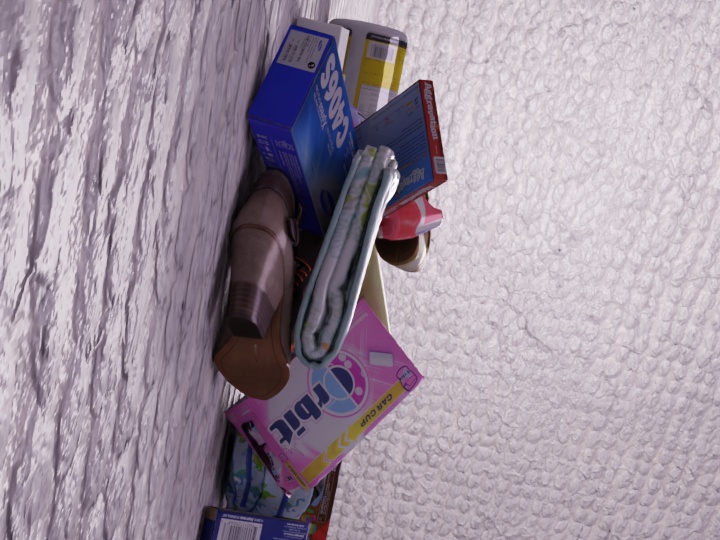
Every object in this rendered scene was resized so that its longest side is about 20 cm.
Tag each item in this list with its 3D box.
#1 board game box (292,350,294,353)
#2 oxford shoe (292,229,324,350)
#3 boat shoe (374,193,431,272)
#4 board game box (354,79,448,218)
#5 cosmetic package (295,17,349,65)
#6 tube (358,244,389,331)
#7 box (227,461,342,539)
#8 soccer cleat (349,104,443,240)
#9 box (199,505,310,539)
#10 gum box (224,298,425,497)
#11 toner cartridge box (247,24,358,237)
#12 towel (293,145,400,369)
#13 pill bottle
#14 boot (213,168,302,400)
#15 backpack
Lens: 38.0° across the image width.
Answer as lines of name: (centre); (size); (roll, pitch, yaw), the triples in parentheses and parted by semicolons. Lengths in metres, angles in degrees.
board game box: (-0.044, 0.035, 1.283); (0.197, 0.055, 0.201); (-78, 148, -44)
oxford shoe: (-0.063, 0.015, 1.068); (0.201, 0.071, 0.073); (-62, 171, -14)
boat shoe: (0.043, -0.090, 1.223); (0.066, 0.073, 0.202); (44, 41, -60)
board game box: (0.022, -0.109, 1.079); (0.200, 0.019, 0.104); (-26, -113, 57)
cosmetic package: (-0.057, -0.153, 1.075); (0.083, 0.050, 0.202); (-56, 158, -79)
tube: (0.000, 0.000, 1.240); (0.058, 0.051, 0.202); (22, 57, -76)
box: (-0.098, 0.277, 1.379); (0.039, 0.136, 0.202); (103, -2, -82)
soccer cleat: (0.024, -0.112, 1.174); (0.067, 0.076, 0.201); (107, -32, -44)
box: (-0.129, 0.362, 1.119); (0.032, 0.120, 0.202); (-4, -108, 56)
gum box: (-0.040, 0.137, 1.123); (0.200, 0.114, 0.066); (-40, -177, -33)
toner cartridge box: (-0.045, -0.118, 0.935); (0.200, 0.043, 0.096); (75, 37, -66)
towel: (-0.012, -0.010, 0.966); (0.171, 0.048, 0.202); (44, 66, -89)
pill bottle: (-0.007, -0.231, 1.416); (0.112, 0.111, 0.202); (-75, 176, -82)
boot: (-0.083, 0.012, 0.937); (0.200, 0.070, 0.147); (98, 3, -60)
backpack: (-0.096, 0.219, 1.230); (0.200, 0.153, 0.164); (-29, -137, 62)
